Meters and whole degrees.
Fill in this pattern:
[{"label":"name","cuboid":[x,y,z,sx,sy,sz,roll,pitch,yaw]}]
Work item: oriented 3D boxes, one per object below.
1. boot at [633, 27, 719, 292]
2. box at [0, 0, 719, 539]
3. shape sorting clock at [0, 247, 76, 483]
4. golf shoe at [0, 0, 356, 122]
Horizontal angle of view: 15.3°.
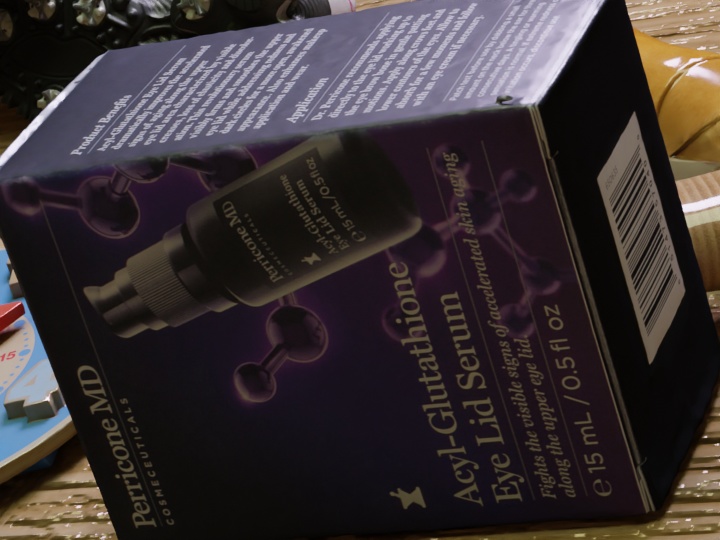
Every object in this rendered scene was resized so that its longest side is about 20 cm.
[{"label":"boot","cuboid":[0.162,-0.051,0.987,0.143,0.071,0.201,-12,27,0]},{"label":"box","cuboid":[0.000,0.000,0.880,0.199,0.149,0.104,-8,26,26]},{"label":"shape sorting clock","cuboid":[-0.177,0.043,1.051,0.199,0.039,0.200,-16,23,7]},{"label":"golf shoe","cuboid":[-0.097,-0.112,1.319,0.199,0.078,0.088,-1,10,29]}]
